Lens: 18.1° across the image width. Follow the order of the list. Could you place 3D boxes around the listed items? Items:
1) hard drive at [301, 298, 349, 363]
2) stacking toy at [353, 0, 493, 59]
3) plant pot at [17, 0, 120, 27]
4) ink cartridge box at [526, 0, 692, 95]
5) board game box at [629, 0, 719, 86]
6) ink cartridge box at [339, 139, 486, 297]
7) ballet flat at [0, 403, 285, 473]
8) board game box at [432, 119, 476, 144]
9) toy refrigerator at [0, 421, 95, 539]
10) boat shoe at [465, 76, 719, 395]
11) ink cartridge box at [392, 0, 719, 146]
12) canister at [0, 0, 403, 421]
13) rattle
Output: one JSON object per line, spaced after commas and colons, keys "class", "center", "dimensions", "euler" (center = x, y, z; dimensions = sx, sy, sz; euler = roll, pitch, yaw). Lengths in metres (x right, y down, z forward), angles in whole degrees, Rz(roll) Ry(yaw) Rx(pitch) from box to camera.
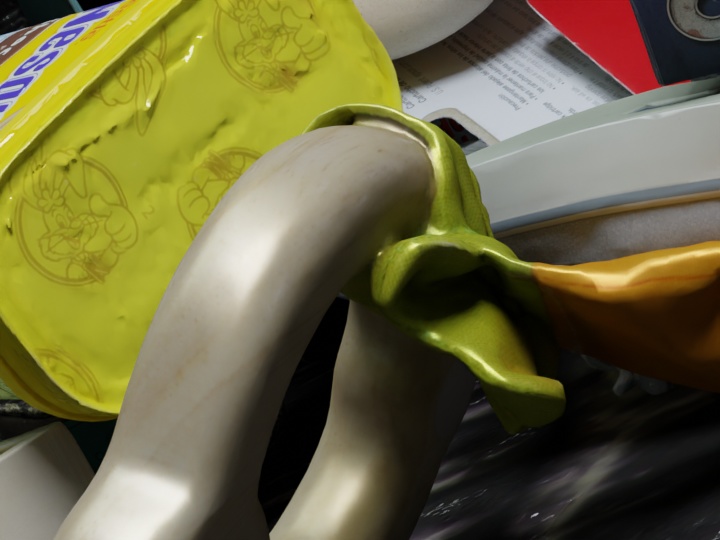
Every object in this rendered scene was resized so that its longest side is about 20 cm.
{"class": "hard drive", "center": [0.043, -0.023, 1.030], "dimensions": [0.139, 0.033, 0.200], "euler": [-28, 6, 13]}
{"class": "stacking toy", "center": [0.017, -0.144, 0.788], "dimensions": [0.146, 0.147, 0.200], "euler": [-28, -4, 17]}
{"class": "plant pot", "center": [-0.062, -0.101, 0.951], "dimensions": [0.141, 0.142, 0.200], "euler": [-32, 0, -16]}
{"class": "ink cartridge box", "center": [0.147, -0.110, 0.611], "dimensions": [0.175, 0.084, 0.200], "euler": [-30, 35, -8]}
{"class": "board game box", "center": [0.135, -0.130, 0.540], "dimensions": [0.135, 0.035, 0.201], "euler": [-12, 37, 20]}
{"class": "ink cartridge box", "center": [0.000, 0.000, 0.823], "dimensions": [0.199, 0.057, 0.163], "euler": [-28, 6, -5]}
{"class": "ballet flat", "center": [-0.107, 0.073, 0.831], "dimensions": [0.199, 0.068, 0.075], "euler": [-17, -2, 36]}
{"class": "board game box", "center": [0.002, -0.044, 1.012], "dimensions": [0.199, 0.046, 0.152], "euler": [-28, 6, 16]}
{"class": "toy refrigerator", "center": [-0.149, 0.104, 0.707], "dimensions": [0.076, 0.070, 0.200], "euler": [-33, 7, -34]}
{"class": "boat shoe", "center": [0.072, -0.004, 0.528], "dimensions": [0.070, 0.072, 0.200], "euler": [-23, 8, -39]}
{"class": "ink cartridge box", "center": [0.100, -0.059, 0.696], "dimensions": [0.199, 0.043, 0.196], "euler": [-31, 29, -7]}
{"class": "canister", "center": [-0.098, -0.022, 0.711], "dimensions": [0.149, 0.087, 0.200], "euler": [-47, 22, -26]}
{"class": "rattle", "center": [0.006, 0.070, 0.439], "dimensions": [0.200, 0.142, 0.131], "euler": [-55, -11, -40]}
